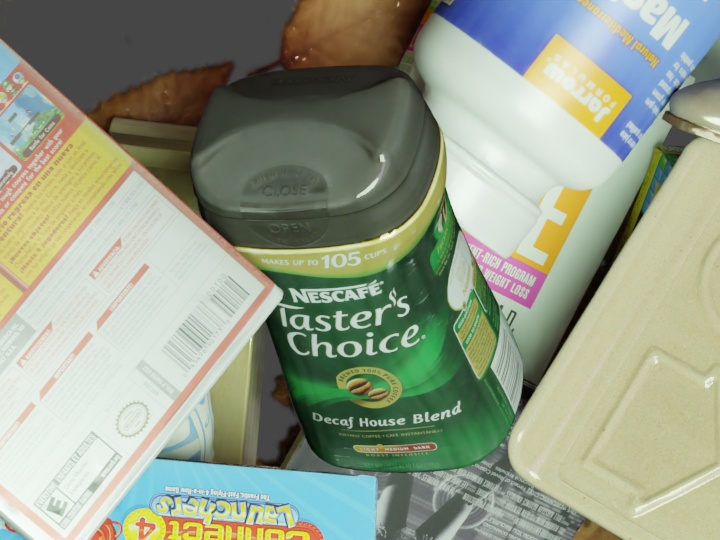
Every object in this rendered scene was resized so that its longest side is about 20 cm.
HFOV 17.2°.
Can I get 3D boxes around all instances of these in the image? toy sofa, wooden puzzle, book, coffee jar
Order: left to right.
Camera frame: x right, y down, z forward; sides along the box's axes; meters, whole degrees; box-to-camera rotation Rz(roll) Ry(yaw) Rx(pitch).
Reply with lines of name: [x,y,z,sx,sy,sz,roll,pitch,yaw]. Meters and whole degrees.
toy sofa: [-0.088,0.033,1.116,0.083,0.098,0.200,6,100,2]
coffee jar: [0.000,0.000,1.033,0.200,0.104,0.085,67,29,-45]
book: [0.059,-0.037,1.175,0.133,0.048,0.200,26,92,-19]
wooden puzzle: [0.194,0.062,1.086,0.200,0.046,0.185,31,79,10]

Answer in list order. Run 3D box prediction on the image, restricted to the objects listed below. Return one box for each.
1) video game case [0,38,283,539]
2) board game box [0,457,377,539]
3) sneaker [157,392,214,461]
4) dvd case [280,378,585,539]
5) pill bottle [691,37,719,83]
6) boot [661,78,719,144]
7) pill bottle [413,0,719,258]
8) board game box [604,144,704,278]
video game case: [-0.146,-0.002,0.931,0.200,0.017,0.143,42,74,-13]
board game box: [-0.103,0.143,1.040,0.195,0.200,0.056,6,62,-5]
sneaker: [-0.154,0.051,1.044,0.072,0.200,0.073,-40,128,-59]
dvd case: [0.022,0.134,1.177,0.149,0.016,0.200,26,102,-15]
pill bottle: [0.253,-0.153,1.186,0.200,0.114,0.114,-36,112,-12]
boot: [0.245,-0.113,1.092,0.200,0.070,0.146,9,110,-32]
pill bottle: [0.095,-0.108,1.090,0.112,0.112,0.200,36,93,-24]
board game box: [0.219,0.027,1.212,0.200,0.057,0.166,4,124,-22]
